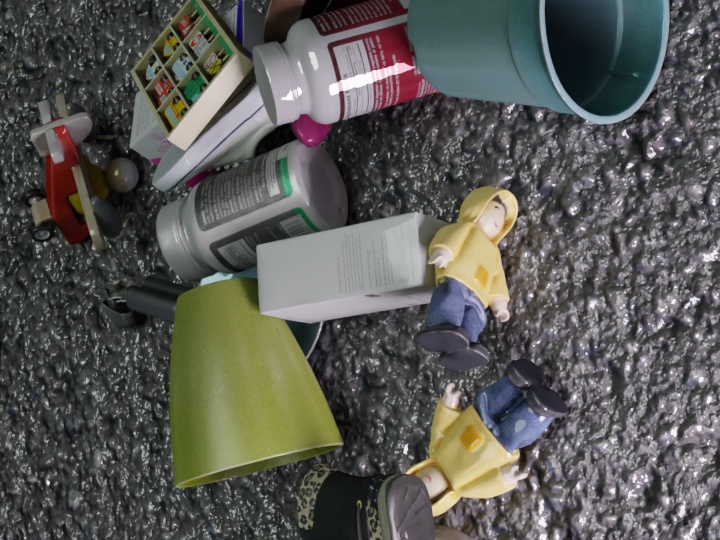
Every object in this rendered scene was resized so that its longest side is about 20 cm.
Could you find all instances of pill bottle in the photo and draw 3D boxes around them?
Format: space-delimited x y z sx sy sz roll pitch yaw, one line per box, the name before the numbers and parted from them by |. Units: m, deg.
pill bottle | -0.007 -0.220 1.463 0.199 0.113 0.113 -17 67 -11
pill bottle | -0.123 -0.063 1.564 0.199 0.113 0.114 -20 72 24

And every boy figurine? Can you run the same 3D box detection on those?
boy figurine | 0.115 0.003 1.405 0.064 0.124 0.201 -14 45 41
boy figurine | 0.112 0.173 1.403 0.200 0.064 0.125 -44 63 23

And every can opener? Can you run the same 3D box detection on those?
can opener | -0.258 0.045 1.719 0.200 0.053 0.067 13 125 47

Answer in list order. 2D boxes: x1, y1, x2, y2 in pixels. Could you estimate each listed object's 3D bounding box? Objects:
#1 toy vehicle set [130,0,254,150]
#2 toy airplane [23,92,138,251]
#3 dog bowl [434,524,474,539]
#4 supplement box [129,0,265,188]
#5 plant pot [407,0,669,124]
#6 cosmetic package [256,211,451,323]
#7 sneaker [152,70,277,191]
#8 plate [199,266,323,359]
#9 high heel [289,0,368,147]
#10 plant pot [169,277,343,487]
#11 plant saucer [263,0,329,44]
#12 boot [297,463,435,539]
toy vehicle set | -0.192 -0.228 1.571 0.124 0.026 0.200 -50 34 10
toy airplane | -0.350 -0.128 1.763 0.199 0.140 0.201 -168 73 -69
dog bowl | 0.059 0.364 1.430 0.199 0.059 0.201 -6 80 38
supplement box | -0.169 -0.204 1.638 0.200 0.101 0.104 -35 39 28
plant pot | 0.164 -0.245 1.358 0.196 0.200 0.201 7 88 47
cosmetic package | 0.000 0.000 1.477 0.199 0.113 0.082 -13 76 30
sneaker | -0.154 -0.142 1.576 0.200 0.071 0.073 -35 30 29
plate | -0.113 0.042 1.628 0.199 0.026 0.201 -6 80 36
high heel | -0.029 -0.229 1.537 0.096 0.067 0.201 -30 43 40
plant pot | -0.131 0.116 1.517 0.187 0.187 0.201 -21 77 34
plant saucer | -0.045 -0.328 1.504 0.034 0.200 0.201 27 103 2
boot | 0.008 0.296 1.404 0.153 0.073 0.205 3 99 50
